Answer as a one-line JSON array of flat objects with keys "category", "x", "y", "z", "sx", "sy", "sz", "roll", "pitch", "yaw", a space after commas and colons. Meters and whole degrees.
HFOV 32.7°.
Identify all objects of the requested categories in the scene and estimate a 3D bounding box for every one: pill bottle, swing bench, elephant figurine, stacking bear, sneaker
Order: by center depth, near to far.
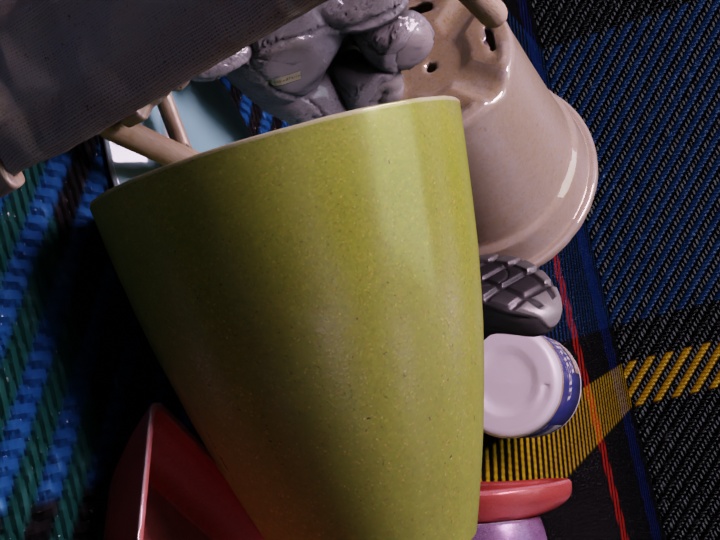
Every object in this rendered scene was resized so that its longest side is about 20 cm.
[{"category": "swing bench", "x": -0.064, "y": -0.134, "z": 0.559, "sx": 0.131, "sy": 0.197, "sz": 0.200, "roll": 68, "pitch": 23, "yaw": 4}, {"category": "elephant figurine", "x": -0.048, "y": -0.193, "z": 0.788, "sx": 0.155, "sy": 0.140, "sz": 0.202, "roll": 46, "pitch": 17, "yaw": -57}, {"category": "sneaker", "x": 0.076, "y": 0.029, "z": 0.959, "sx": 0.075, "sy": 0.198, "sz": 0.081, "roll": -23, "pitch": 115, "yaw": -38}, {"category": "stacking bear", "x": 0.105, "y": 0.272, "z": 0.963, "sx": 0.113, "sy": 0.120, "sz": 0.204, "roll": 5, "pitch": 79, "yaw": -57}, {"category": "pill bottle", "x": 0.174, "y": 0.120, "z": 1.298, "sx": 0.200, "sy": 0.109, "sz": 0.113, "roll": 20, "pitch": 57, "yaw": -70}]

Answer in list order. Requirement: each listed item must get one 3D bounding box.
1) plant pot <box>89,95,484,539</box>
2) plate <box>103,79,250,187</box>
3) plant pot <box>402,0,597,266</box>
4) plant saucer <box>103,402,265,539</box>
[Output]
[{"category": "plant pot", "x": -0.015, "y": 0.042, "z": 0.595, "sx": 0.187, "sy": 0.184, "sz": 0.203, "roll": -16, "pitch": 91, "yaw": -73}, {"category": "plate", "x": -0.093, "y": -0.057, "z": 0.735, "sx": 0.200, "sy": 0.025, "sz": 0.203, "roll": -16, "pitch": 91, "yaw": -73}, {"category": "plant pot", "x": 0.082, "y": -0.118, "z": 1.007, "sx": 0.184, "sy": 0.197, "sz": 0.203, "roll": 54, "pitch": 27, "yaw": -57}, {"category": "plant saucer", "x": -0.070, "y": 0.197, "z": 0.572, "sx": 0.201, "sy": 0.036, "sz": 0.202, "roll": 58, "pitch": 24, "yaw": -47}]
